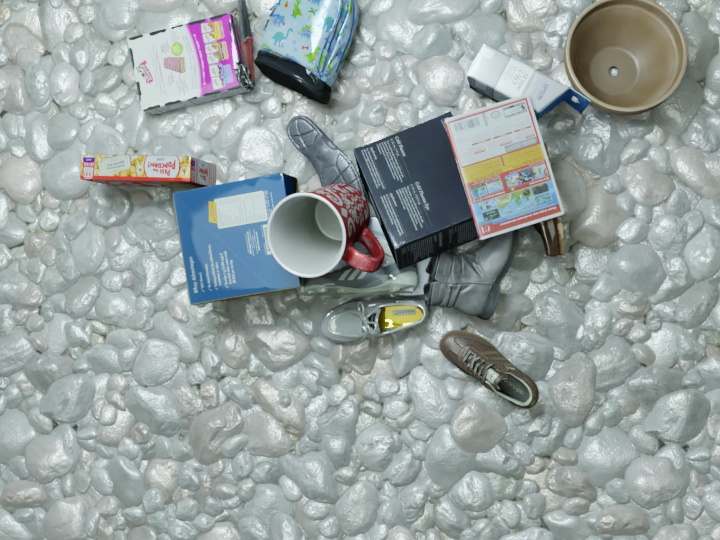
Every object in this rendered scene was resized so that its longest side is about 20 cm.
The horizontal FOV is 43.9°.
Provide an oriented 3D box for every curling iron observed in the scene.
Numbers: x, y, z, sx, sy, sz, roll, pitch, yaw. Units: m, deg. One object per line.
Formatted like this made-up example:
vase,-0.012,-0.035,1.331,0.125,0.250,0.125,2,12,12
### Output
curling iron,-0.205,-0.407,1.592,0.025,0.050,0.202,-12,62,16

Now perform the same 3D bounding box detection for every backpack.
backpack,-0.085,-0.423,1.567,0.163,0.154,0.201,31,83,20

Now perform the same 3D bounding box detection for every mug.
mug,-0.048,-0.059,1.487,0.133,0.200,0.178,-33,93,20

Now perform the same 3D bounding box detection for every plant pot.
plant pot,0.436,-0.351,1.506,0.199,0.093,0.203,0,83,1

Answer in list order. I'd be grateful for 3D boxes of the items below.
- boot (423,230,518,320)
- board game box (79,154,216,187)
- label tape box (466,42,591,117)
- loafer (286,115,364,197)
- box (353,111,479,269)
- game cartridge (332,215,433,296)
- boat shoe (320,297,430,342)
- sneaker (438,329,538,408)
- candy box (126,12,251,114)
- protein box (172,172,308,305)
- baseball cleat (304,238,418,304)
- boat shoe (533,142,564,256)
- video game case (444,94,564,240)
boot,0.190,-0.020,1.551,0.131,0.070,0.202,16,92,-8
board game box,-0.375,-0.177,1.595,0.198,0.151,0.047,2,91,8
label tape box,0.280,-0.299,1.509,0.199,0.143,0.066,31,97,6
loafer,-0.053,-0.194,1.598,0.072,0.063,0.201,-37,88,17
box,0.109,-0.134,1.514,0.181,0.104,0.201,-21,69,-1
game cartridge,0.034,-0.027,1.603,0.198,0.040,0.134,15,90,7
boat shoe,0.023,0.089,1.581,0.200,0.086,0.075,-6,90,7
sneaker,0.227,0.169,1.561,0.199,0.076,0.071,32,95,5
candy box,-0.311,-0.374,1.628,0.198,0.061,0.138,-11,90,7
protein box,-0.204,-0.054,1.583,0.198,0.135,0.200,-9,90,7
baseball cleat,0.000,0.000,1.556,0.198,0.070,0.107,-1,72,-7
boat shoe,0.304,-0.119,1.549,0.070,0.070,0.202,-11,81,1
video game case,0.229,-0.165,1.428,0.142,0.017,0.202,-17,89,-2
